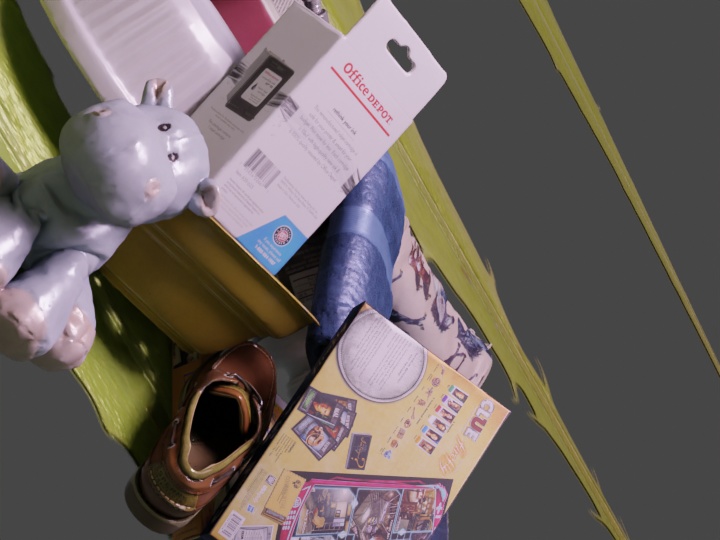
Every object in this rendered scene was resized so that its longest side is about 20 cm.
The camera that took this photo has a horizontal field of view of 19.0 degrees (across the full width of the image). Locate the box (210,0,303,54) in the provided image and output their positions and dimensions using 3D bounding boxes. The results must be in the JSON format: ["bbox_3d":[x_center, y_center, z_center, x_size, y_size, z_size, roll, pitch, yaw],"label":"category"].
[{"bbox_3d":[-0.129,-0.253,1.843,0.201,0.109,0.128,60,20,-20],"label":"box"}]

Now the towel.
[{"bbox_3d":[0.000,0.000,1.669,0.112,0.048,0.201,74,23,-55],"label":"towel"}]

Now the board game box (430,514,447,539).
[{"bbox_3d":[0.041,0.218,1.654,0.136,0.034,0.201,-109,-163,-70],"label":"board game box"}]

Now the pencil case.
[{"bbox_3d":[0.051,0.033,2.059,0.200,0.077,0.090,58,42,-26],"label":"pencil case"}]

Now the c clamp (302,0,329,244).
[{"bbox_3d":[-0.033,-0.129,1.699,0.171,0.027,0.201,-47,134,-62],"label":"c clamp"}]

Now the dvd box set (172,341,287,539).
[{"bbox_3d":[-0.092,0.154,1.616,0.146,0.029,0.201,50,26,-42],"label":"dvd box set"}]

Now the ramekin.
[{"bbox_3d":[-0.153,-0.169,1.628,0.203,0.094,0.202,56,5,-7],"label":"ramekin"}]

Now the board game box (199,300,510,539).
[{"bbox_3d":[-0.002,0.143,1.518,0.135,0.200,0.035,37,-17,-7],"label":"board game box"}]

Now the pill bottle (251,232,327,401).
[{"bbox_3d":[-0.046,0.015,1.771,0.111,0.110,0.201,8,62,-68],"label":"pill bottle"}]

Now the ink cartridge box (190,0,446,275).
[{"bbox_3d":[-0.042,-0.111,1.578,0.067,0.200,0.116,38,-6,41],"label":"ink cartridge box"}]

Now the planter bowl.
[{"bbox_3d":[-0.129,0.000,1.552,0.200,0.083,0.200,43,-4,4],"label":"planter bowl"}]

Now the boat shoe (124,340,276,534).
[{"bbox_3d":[-0.095,0.107,1.526,0.072,0.068,0.200,37,36,-8],"label":"boat shoe"}]

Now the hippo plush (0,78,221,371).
[{"bbox_3d":[-0.169,-0.031,1.410,0.200,0.160,0.160,4,65,-69],"label":"hippo plush"}]
